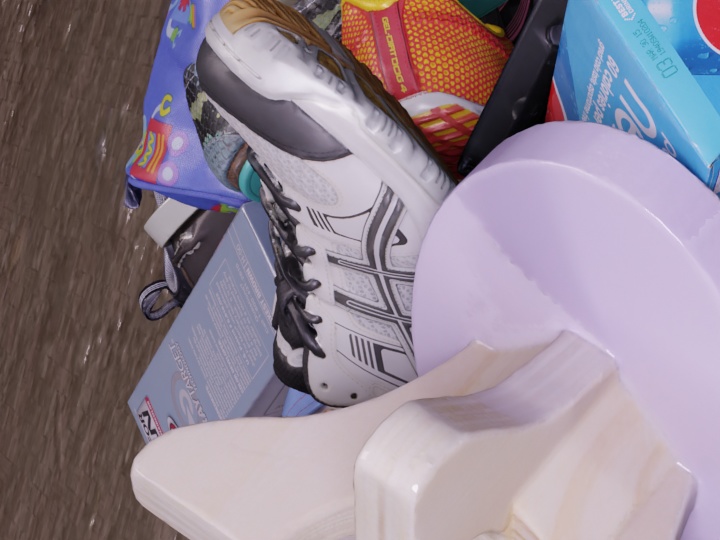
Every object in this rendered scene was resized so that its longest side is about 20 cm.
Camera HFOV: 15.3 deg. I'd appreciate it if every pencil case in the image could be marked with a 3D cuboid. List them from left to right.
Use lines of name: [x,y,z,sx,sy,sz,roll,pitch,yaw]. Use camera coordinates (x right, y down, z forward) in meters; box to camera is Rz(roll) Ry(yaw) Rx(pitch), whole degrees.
pencil case: [-0.045,-0.120,1.083,0.087,0.077,0.202,-158,76,-70]

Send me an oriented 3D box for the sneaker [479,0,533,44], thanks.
sneaker: [0.064,-0.123,1.068,0.079,0.095,0.202,-168,68,-82]

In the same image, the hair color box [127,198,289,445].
hair color box: [-0.023,0.027,1.118,0.061,0.098,0.200,63,153,17]

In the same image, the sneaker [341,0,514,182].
sneaker: [0.049,-0.050,0.952,0.200,0.072,0.078,48,-152,-66]

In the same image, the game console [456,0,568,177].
game console: [0.052,-0.154,0.852,0.177,0.116,0.200,-64,-5,31]

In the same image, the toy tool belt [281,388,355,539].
toy tool belt: [0.009,0.077,1.013,0.123,0.124,0.201,39,113,60]

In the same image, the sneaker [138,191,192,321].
sneaker: [-0.032,-0.044,1.221,0.076,0.113,0.201,-108,37,-56]

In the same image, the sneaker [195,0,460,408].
sneaker: [0.000,0.000,0.830,0.087,0.200,0.076,-38,40,6]

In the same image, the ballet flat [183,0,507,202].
ballet flat: [0.011,-0.112,1.001,0.200,0.074,0.074,-39,29,9]

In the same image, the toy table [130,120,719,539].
toy table: [0.040,0.065,0.745,0.117,0.183,0.201,-46,-37,-29]

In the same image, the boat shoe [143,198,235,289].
boat shoe: [0.000,-0.059,1.149,0.201,0.061,0.072,-39,-2,15]

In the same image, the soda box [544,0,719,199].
soda box: [0.097,-0.037,0.789,0.068,0.064,0.200,56,169,15]
